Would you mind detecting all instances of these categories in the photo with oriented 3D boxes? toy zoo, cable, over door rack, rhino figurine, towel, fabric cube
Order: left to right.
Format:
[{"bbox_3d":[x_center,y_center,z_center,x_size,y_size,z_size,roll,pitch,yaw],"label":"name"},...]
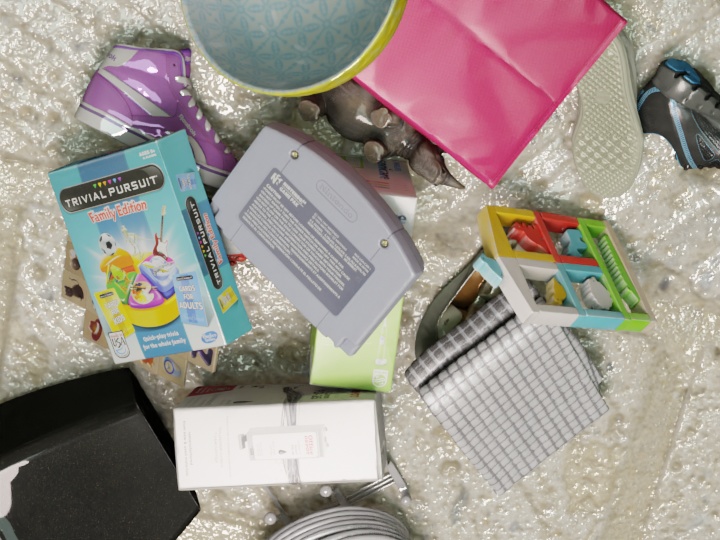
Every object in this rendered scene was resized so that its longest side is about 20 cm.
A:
[{"bbox_3d":[-0.050,0.201,1.525,0.147,0.067,0.201,-27,107,5],"label":"over door rack"},{"bbox_3d":[-0.028,0.339,1.537,0.198,0.069,0.201,3,127,-23],"label":"cable"},{"bbox_3d":[0.022,-0.139,1.396,0.199,0.087,0.060,34,106,2],"label":"rhino figurine"},{"bbox_3d":[0.094,-0.230,1.331,0.199,0.196,0.200,36,102,-14],"label":"fabric cube"},{"bbox_3d":[0.154,0.116,1.470,0.165,0.086,0.200,-38,135,1],"label":"towel"},{"bbox_3d":[0.192,-0.002,1.403,0.198,0.132,0.020,6,139,-34],"label":"toy zoo"}]

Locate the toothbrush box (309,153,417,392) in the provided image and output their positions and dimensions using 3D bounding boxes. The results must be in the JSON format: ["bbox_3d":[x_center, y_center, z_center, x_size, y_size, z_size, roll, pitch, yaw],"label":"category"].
[{"bbox_3d":[0.000,0.000,1.423,0.085,0.146,0.202,7,108,-4],"label":"toothbrush box"}]

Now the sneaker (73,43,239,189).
[{"bbox_3d":[-0.169,-0.154,1.409,0.199,0.073,0.115,28,88,-20],"label":"sneaker"}]

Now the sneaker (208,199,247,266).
[{"bbox_3d":[-0.153,-0.012,1.436,0.199,0.067,0.109,4,110,17],"label":"sneaker"}]

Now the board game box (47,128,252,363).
[{"bbox_3d":[-0.204,-0.019,1.371,0.150,0.047,0.202,-11,102,35],"label":"board game box"}]

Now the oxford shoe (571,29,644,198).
[{"bbox_3d":[0.247,-0.163,1.424,0.074,0.058,0.201,3,127,21],"label":"oxford shoe"}]

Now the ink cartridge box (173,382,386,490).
[{"bbox_3d":[-0.076,0.161,1.422,0.198,0.147,0.084,-3,93,3],"label":"ink cartridge box"}]

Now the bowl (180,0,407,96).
[{"bbox_3d":[-0.038,-0.236,1.181,0.198,0.108,0.202,-2,86,22],"label":"bowl"}]

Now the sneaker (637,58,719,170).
[{"bbox_3d":[0.365,-0.132,1.448,0.199,0.073,0.082,34,119,-6],"label":"sneaker"}]

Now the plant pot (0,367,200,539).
[{"bbox_3d":[-0.275,0.216,1.461,0.176,0.200,0.201,-29,106,-5],"label":"plant pot"}]

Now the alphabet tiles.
[{"bbox_3d":[-0.219,0.020,1.430,0.199,0.006,0.168,24,120,23],"label":"alphabet tiles"}]

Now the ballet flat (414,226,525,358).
[{"bbox_3d":[0.121,0.031,1.481,0.067,0.064,0.201,33,103,-12],"label":"ballet flat"}]

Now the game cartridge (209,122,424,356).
[{"bbox_3d":[-0.039,-0.035,1.322,0.200,0.041,0.133,45,112,9],"label":"game cartridge"}]
